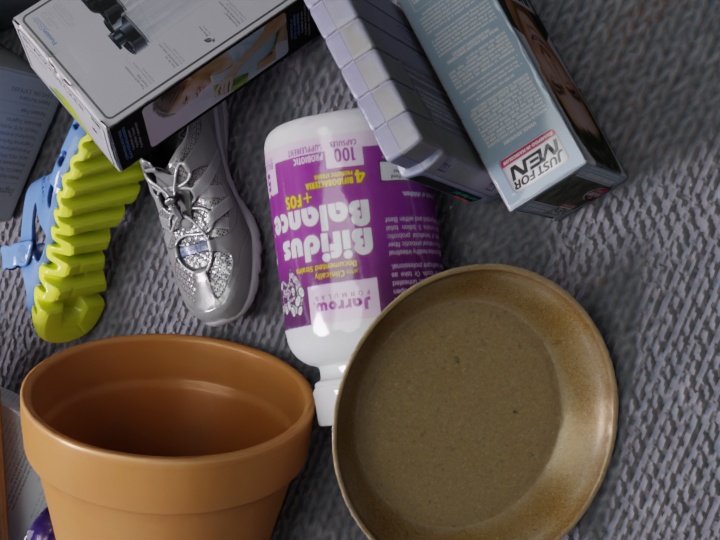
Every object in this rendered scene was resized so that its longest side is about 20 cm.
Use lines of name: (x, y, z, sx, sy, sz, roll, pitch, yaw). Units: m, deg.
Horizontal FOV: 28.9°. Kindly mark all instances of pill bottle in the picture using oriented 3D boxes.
pill bottle: (0.000, 0.000, 0.936, 0.112, 0.112, 0.202, -10, 84, 26)

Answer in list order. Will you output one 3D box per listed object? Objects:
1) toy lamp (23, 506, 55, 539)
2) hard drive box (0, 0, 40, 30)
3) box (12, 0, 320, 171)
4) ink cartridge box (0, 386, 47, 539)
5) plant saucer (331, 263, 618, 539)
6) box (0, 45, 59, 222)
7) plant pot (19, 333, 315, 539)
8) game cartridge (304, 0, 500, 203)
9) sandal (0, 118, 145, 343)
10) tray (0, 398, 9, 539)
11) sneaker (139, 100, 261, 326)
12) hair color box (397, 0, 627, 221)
toy lamp: (-0.155, 0.241, 1.024, 0.199, 0.058, 0.059, 26, 100, 11)
hard drive box: (-0.266, -0.305, 1.098, 0.155, 0.077, 0.202, -9, 84, 25)
box: (-0.126, -0.175, 0.976, 0.200, 0.060, 0.117, -38, 70, -17)
ink cartridge box: (-0.282, 0.199, 1.095, 0.199, 0.041, 0.201, 26, 101, -2)
plant saucer: (0.069, 0.094, 0.887, 0.035, 0.199, 0.202, -163, 82, -68)
box: (-0.378, -0.141, 1.080, 0.198, 0.200, 0.131, 30, 101, 24)
plant pot: (-0.135, 0.146, 0.967, 0.199, 0.200, 0.141, 16, 111, 26)
game cartridge: (0.034, -0.109, 0.873, 0.038, 0.200, 0.130, -27, 77, 18)
sandal: (-0.225, -0.048, 1.063, 0.087, 0.079, 0.201, 36, 112, 31)
tray: (-0.319, 0.144, 1.048, 0.098, 0.037, 0.202, 0, 101, 3)
sneaker: (-0.132, -0.056, 1.019, 0.074, 0.082, 0.201, -19, 80, 26)
hair color box: (0.090, -0.134, 0.902, 0.060, 0.099, 0.201, -31, 75, 21)
